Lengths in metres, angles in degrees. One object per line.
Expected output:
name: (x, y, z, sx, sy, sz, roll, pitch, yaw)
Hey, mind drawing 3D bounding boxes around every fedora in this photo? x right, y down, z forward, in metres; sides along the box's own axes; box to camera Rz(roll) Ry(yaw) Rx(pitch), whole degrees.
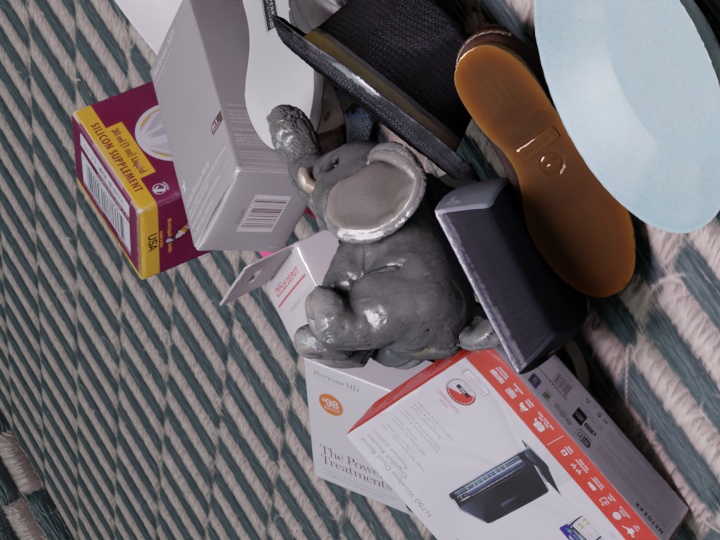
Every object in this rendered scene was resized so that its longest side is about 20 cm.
fedora: (0.031, -0.151, 1.520, 0.201, 0.092, 0.201, 38, -177, -2)

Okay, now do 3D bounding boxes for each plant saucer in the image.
plant saucer: (0.179, -0.122, 1.315, 0.201, 0.039, 0.201, 51, 156, 33)

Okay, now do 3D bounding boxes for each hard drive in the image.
hard drive: (0.110, -0.004, 1.479, 0.135, 0.042, 0.200, 63, -166, 0)

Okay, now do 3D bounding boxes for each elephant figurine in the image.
elephant figurine: (0.015, -0.035, 1.530, 0.142, 0.155, 0.200, 134, 139, -72)

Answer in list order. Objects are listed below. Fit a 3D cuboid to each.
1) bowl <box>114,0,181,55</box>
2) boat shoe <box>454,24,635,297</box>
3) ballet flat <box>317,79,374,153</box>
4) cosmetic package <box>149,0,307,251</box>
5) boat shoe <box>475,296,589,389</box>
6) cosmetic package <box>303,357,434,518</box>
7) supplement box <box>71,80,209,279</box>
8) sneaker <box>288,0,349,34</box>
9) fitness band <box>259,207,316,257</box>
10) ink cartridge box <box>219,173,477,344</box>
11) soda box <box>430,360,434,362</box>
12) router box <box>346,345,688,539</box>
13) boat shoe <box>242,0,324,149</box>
bowl: (-0.174, -0.293, 1.931, 0.200, 0.075, 0.200, 51, 155, 33)
boat shoe: (0.131, -0.079, 1.449, 0.200, 0.070, 0.070, 62, -163, -14)
ballet flat: (-0.026, -0.118, 1.776, 0.074, 0.074, 0.200, 49, 154, 36)
cosmetic package: (-0.104, -0.123, 1.752, 0.107, 0.090, 0.200, -60, 40, 42)
boat shoe: (0.094, 0.066, 1.673, 0.200, 0.068, 0.072, 19, 136, 56)
cosmetic package: (0.052, 0.143, 1.783, 0.200, 0.052, 0.151, 20, 136, 23)
supplement box: (-0.136, -0.100, 1.873, 0.131, 0.200, 0.103, 53, 156, 30)
sneaker: (-0.025, -0.238, 1.642, 0.200, 0.076, 0.091, 54, 147, 16)
fitness band: (-0.012, -0.005, 1.812, 0.200, 0.037, 0.144, 36, 153, 9)
ink cartridge box: (0.000, 0.000, 1.655, 0.068, 0.200, 0.116, 62, 160, 9)
soda box: (0.011, 0.080, 1.913, 0.200, 0.063, 0.071, 46, 153, 42)
router box: (0.115, 0.151, 1.590, 0.200, 0.049, 0.179, 48, 135, -4)
boat shoe: (-0.050, -0.179, 1.702, 0.071, 0.064, 0.200, -24, 59, 32)
